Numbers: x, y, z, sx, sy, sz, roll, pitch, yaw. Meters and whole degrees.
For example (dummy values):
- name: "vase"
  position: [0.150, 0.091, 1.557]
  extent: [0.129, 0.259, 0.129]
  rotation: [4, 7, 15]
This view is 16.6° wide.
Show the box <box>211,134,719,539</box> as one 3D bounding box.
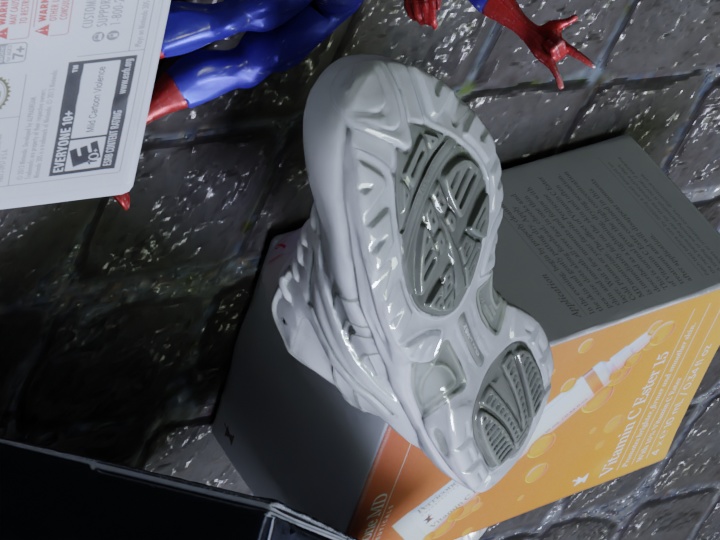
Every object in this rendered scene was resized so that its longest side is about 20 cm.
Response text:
- name: "box"
  position: [0.052, 0.036, 1.065]
  extent: [0.199, 0.098, 0.125]
  rotation: [-17, 143, -33]

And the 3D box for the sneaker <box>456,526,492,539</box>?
- name: "sneaker"
  position: [-0.026, 0.145, 1.165]
  extent: [0.200, 0.074, 0.079]
  rotation: [-48, 140, 2]

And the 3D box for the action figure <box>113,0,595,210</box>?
- name: "action figure"
  position: [-0.001, -0.081, 0.855]
  extent: [0.200, 0.099, 0.065]
  rotation: [-38, 152, -8]

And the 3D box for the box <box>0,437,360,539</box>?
- name: "box"
  position: [-0.085, 0.144, 0.933]
  extent: [0.196, 0.199, 0.125]
  rotation: [31, 72, -59]

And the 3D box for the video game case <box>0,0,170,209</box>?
- name: "video game case"
  position: [-0.140, -0.089, 0.724]
  extent: [0.181, 0.024, 0.201]
  rotation: [-8, 140, -23]

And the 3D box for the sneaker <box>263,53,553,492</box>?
- name: "sneaker"
  position: [0.000, 0.000, 0.869]
  extent: [0.078, 0.099, 0.201]
  rotation: [-53, 145, -30]
